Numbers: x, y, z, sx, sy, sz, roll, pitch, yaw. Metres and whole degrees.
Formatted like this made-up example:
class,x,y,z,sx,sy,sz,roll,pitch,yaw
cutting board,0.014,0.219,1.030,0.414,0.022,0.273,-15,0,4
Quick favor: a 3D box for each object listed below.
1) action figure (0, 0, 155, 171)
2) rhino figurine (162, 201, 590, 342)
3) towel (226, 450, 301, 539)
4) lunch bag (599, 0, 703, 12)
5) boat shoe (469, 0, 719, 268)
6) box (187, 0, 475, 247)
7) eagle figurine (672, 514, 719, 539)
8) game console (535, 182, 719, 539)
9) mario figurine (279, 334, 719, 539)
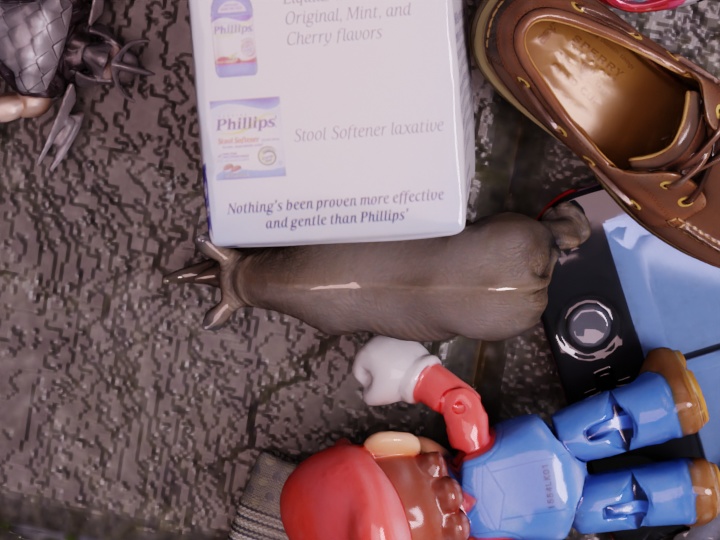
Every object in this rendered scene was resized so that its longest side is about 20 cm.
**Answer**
class,x,y,z,sx,sy,sz,roll,pitch,yaw
action figure,-0.190,-0.120,0.814,0.198,0.069,0.131,19,88,-5
rhino figurine,0.000,0.000,0.806,0.198,0.087,0.060,0,103,19
towel,0.014,0.204,0.881,0.198,0.035,0.194,18,97,2
lunch bag,0.155,-0.226,0.770,0.175,0.082,0.202,-18,98,5
boat shoe,0.134,-0.055,0.773,0.199,0.068,0.072,35,98,-11
box,-0.009,-0.123,0.745,0.104,0.184,0.202,-3,99,5
eagle figurine,0.223,0.150,0.814,0.152,0.150,0.201,49,143,24
game console,0.189,0.024,0.837,0.198,0.031,0.178,-17,98,6
mario figurine,0.060,0.092,0.825,0.198,0.106,0.124,-11,59,0
